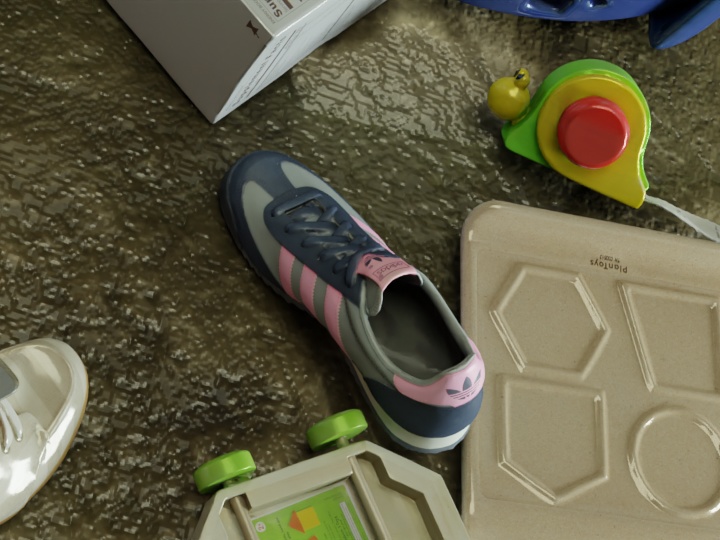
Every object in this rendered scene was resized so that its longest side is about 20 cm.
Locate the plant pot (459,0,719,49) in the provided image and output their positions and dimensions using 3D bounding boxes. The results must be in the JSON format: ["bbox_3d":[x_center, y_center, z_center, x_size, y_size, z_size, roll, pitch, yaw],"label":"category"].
[{"bbox_3d":[0.176,-0.260,1.193,0.179,0.200,0.201,17,61,-21],"label":"plant pot"}]

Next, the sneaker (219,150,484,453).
[{"bbox_3d":[0.000,0.000,1.058,0.070,0.082,0.200,-34,73,-25],"label":"sneaker"}]

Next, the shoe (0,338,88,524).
[{"bbox_3d":[-0.200,0.101,0.955,0.070,0.053,0.200,43,59,0],"label":"shoe"}]

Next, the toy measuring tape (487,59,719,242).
[{"bbox_3d":[0.169,-0.074,1.172,0.199,0.074,0.074,23,61,-9],"label":"toy measuring tape"}]

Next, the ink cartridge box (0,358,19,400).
[{"bbox_3d":[-0.278,0.052,0.893,0.175,0.084,0.200,-30,62,-29],"label":"ink cartridge box"}]

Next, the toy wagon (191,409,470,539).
[{"bbox_3d":[-0.033,0.164,1.005,0.199,0.040,0.156,-17,75,-27],"label":"toy wagon"}]

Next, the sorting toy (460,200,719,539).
[{"bbox_3d":[0.140,0.071,1.124,0.184,0.036,0.201,10,69,-18],"label":"sorting toy"}]

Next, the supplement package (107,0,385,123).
[{"bbox_3d":[-0.033,-0.195,1.120,0.200,0.114,0.110,-39,87,-32],"label":"supplement package"}]
